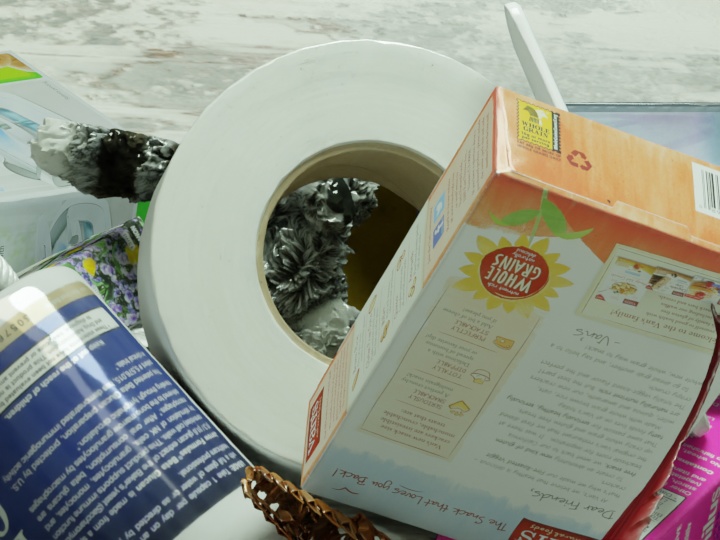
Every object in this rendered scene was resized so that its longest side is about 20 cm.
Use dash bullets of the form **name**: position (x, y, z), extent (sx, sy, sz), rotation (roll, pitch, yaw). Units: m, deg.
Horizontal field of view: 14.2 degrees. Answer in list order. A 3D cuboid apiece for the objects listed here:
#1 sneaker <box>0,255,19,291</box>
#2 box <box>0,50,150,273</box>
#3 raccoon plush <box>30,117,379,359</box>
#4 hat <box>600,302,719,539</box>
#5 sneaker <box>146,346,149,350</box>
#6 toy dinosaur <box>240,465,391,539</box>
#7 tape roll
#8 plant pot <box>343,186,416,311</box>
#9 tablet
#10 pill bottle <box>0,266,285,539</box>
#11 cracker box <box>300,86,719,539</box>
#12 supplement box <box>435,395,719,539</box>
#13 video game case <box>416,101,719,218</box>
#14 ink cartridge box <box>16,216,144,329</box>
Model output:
- **sneaker**: position (-0.239, 0.051, 1.318), extent (0.199, 0.080, 0.130), rotation (-13, 36, 49)
- **box**: position (-0.226, -0.038, 1.629), extent (0.176, 0.097, 0.200), rotation (-9, 30, -37)
- **raccoon plush**: position (-0.075, 0.009, 1.446), extent (0.199, 0.135, 0.097), rotation (11, -3, 14)
- **hat**: position (0.078, 0.157, 1.132), extent (0.199, 0.166, 0.177), rotation (-17, 41, 13)
- **sneaker**: position (-0.097, 0.061, 1.432), extent (0.074, 0.107, 0.200), rotation (-4, 26, -24)
- **toy dinosaur**: position (0.023, 0.160, 1.208), extent (0.199, 0.103, 0.136), rotation (23, 13, -13)
- **tape roll**: position (0.000, 0.000, 1.315), extent (0.201, 0.204, 0.071), rotation (3, -10, -10)
- **plant pot**: position (0.064, 0.019, 1.507), extent (0.200, 0.201, 0.142), rotation (27, 8, 37)
- **tablet**: position (0.112, -0.020, 1.316), extent (0.014, 0.201, 0.130), rotation (-25, -11, 5)
- **pill bottle**: position (-0.103, 0.105, 1.260), extent (0.200, 0.111, 0.111), rotation (47, 35, 10)
- **cracker box**: position (0.074, 0.030, 1.183), extent (0.133, 0.200, 0.058), rotation (19, 41, -14)
- **supplement box**: position (0.119, 0.122, 1.370), extent (0.103, 0.102, 0.200), rotation (22, 29, 24)
- **video game case**: position (0.127, -0.011, 1.390), extent (0.199, 0.144, 0.019), rotation (0, -15, -10)
- **ink cartridge box**: position (-0.191, 0.044, 1.436), extent (0.109, 0.051, 0.200), rotation (-23, 7, 39)
